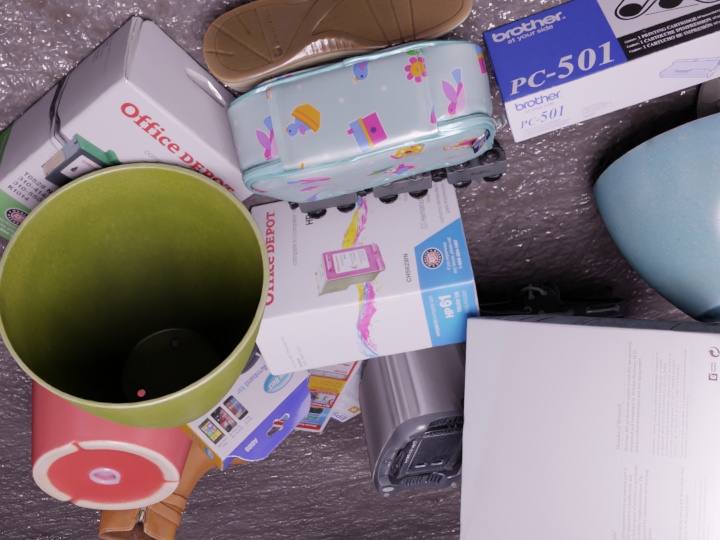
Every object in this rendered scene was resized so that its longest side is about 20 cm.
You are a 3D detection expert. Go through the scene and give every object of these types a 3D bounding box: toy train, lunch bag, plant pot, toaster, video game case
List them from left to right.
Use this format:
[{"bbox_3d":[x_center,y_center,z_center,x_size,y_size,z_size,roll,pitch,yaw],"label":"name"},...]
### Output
[{"bbox_3d":[-0.254,0.138,0.821,0.198,0.178,0.201,-3,139,-2],"label":"plant pot"},{"bbox_3d":[-0.162,0.049,0.627,0.185,0.189,0.200,-1,153,-5],"label":"plant pot"},{"bbox_3d":[-0.083,0.118,0.881,0.142,0.018,0.201,11,137,-16],"label":"video game case"},{"bbox_3d":[0.011,-0.108,0.605,0.198,0.078,0.160,-12,176,9],"label":"lunch bag"},{"bbox_3d":[0.031,-0.086,0.702,0.198,0.046,0.034,-11,142,4],"label":"toy train"},{"bbox_3d":[0.062,0.139,0.818,0.113,0.130,0.201,-6,143,-15],"label":"toaster"},{"bbox_3d":[0.317,-0.033,0.676,0.198,0.136,0.200,-8,161,-3],"label":"plant pot"}]

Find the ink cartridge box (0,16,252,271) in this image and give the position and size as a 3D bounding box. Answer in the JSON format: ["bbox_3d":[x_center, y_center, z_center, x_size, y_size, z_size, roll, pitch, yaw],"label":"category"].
[{"bbox_3d":[-0.198,-0.085,0.646,0.199,0.085,0.146,-30,134,26],"label":"ink cartridge box"}]

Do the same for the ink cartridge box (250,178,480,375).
[{"bbox_3d":[0.000,0.000,0.718,0.198,0.145,0.085,-12,139,7],"label":"ink cartridge box"}]

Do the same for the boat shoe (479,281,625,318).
[{"bbox_3d":[0.196,0.045,0.854,0.198,0.072,0.068,6,102,-8],"label":"boat shoe"}]

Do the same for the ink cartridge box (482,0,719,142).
[{"bbox_3d":[0.199,-0.171,0.589,0.198,0.095,0.044,-17,138,12],"label":"ink cartridge box"}]

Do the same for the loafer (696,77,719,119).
[{"bbox_3d":[0.335,-0.190,0.606,0.062,0.072,0.201,-3,136,-14],"label":"loafer"}]

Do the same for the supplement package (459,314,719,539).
[{"bbox_3d":[0.203,0.137,0.653,0.198,0.193,0.147,2,180,29],"label":"supplement package"}]

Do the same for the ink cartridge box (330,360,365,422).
[{"bbox_3d":[-0.016,0.090,0.897,0.199,0.044,0.196,-31,133,30],"label":"ink cartridge box"}]

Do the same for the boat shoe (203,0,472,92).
[{"bbox_3d":[-0.015,-0.179,0.585,0.198,0.073,0.065,-16,174,5],"label":"boat shoe"}]

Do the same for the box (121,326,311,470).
[{"bbox_3d":[-0.142,0.093,0.749,0.200,0.119,0.042,42,152,11],"label":"box"}]

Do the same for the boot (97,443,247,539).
[{"bbox_3d":[-0.228,0.268,0.985,0.198,0.156,0.077,14,135,-21],"label":"boot"}]
